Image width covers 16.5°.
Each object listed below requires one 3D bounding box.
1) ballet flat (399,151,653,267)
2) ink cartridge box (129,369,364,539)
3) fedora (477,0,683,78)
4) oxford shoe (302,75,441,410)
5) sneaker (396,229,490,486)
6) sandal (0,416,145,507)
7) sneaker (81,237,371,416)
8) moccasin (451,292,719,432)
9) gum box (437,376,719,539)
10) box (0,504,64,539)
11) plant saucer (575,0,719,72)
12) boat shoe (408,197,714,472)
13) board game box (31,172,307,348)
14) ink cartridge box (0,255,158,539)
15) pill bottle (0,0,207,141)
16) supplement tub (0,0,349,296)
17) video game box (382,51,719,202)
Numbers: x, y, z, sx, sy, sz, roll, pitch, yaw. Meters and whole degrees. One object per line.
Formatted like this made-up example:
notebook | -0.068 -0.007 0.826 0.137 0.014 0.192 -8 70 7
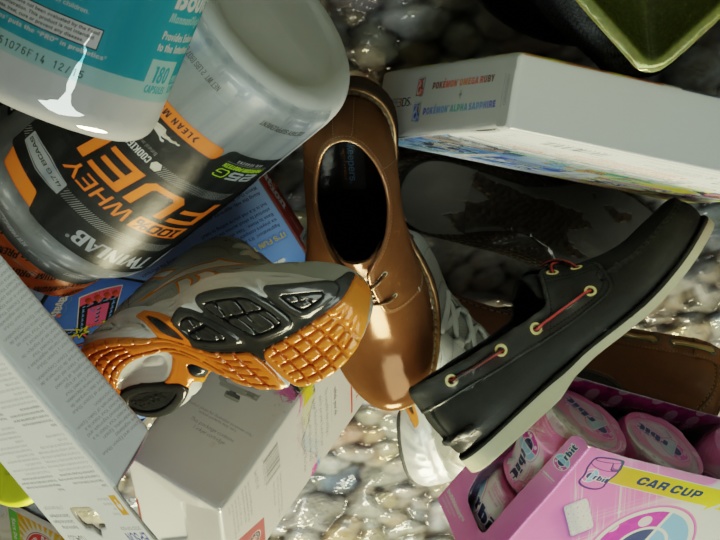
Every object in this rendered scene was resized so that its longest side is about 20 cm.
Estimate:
ballet flat | 0.095 -0.031 1.458 0.200 0.046 0.067 12 96 -29
ink cartridge box | -0.052 0.074 1.470 0.067 0.200 0.117 28 153 16
fedora | 0.136 -0.168 1.255 0.200 0.092 0.201 -4 136 -4
oxford shoe | 0.000 0.000 1.340 0.071 0.071 0.200 -9 119 7
sneaker | 0.062 0.051 1.451 0.092 0.076 0.200 4 139 22
sandal | -0.148 0.066 1.511 0.200 0.080 0.087 -37 166 21
sneaker | -0.065 0.012 1.324 0.200 0.092 0.076 -13 128 43
moccasin | 0.128 0.044 1.526 0.201 0.078 0.074 13 155 3
gum box | 0.153 0.136 1.464 0.200 0.066 0.114 16 124 -37
box | -0.284 0.201 1.600 0.101 0.113 0.200 -33 134 24
plant saucer | 0.140 -0.230 1.150 0.200 0.048 0.200 -42 101 8
boat shoe | 0.114 0.023 1.371 0.201 0.063 0.074 -41 -178 -15
board game box | -0.130 -0.001 1.428 0.200 0.019 0.103 -27 102 20
ink cartridge box | -0.183 0.069 1.370 0.200 0.043 0.196 50 160 -9
pill bottle | -0.113 -0.170 1.165 0.111 0.111 0.200 17 103 -27
supplement tub | -0.113 -0.078 1.301 0.122 0.123 0.200 28 127 -35
video game box | 0.133 -0.073 1.332 0.200 0.047 0.182 10 175 -22
